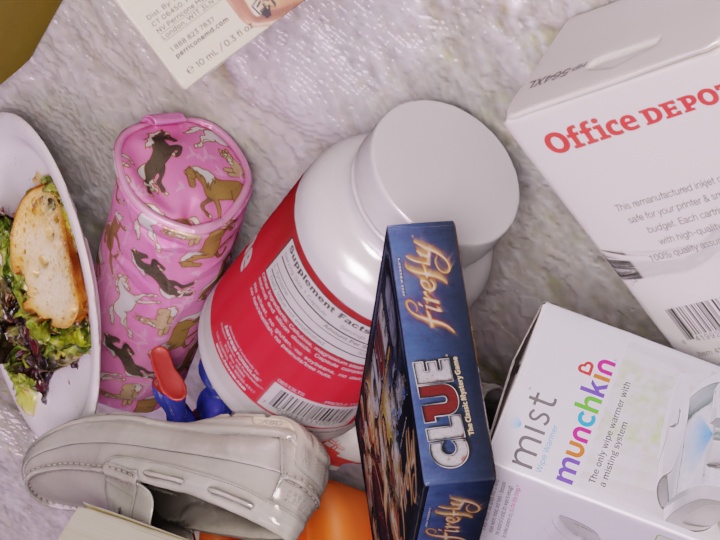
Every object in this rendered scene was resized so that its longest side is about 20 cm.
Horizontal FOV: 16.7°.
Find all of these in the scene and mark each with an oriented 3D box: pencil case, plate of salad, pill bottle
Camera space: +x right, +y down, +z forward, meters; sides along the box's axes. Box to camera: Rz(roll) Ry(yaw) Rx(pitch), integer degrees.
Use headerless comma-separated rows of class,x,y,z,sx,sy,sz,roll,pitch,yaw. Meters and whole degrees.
pencil case,-0.118,-0.003,1.397,0.086,0.083,0.200,32,142,5
plate of salad,-0.199,0.010,1.419,0.200,0.048,0.202,36,132,53
pill bottle,0.000,0.000,1.291,0.112,0.113,0.200,37,139,-4

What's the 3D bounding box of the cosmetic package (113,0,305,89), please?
cosmetic package,-0.113,-0.198,1.159,0.087,0.104,0.200,-36,113,6

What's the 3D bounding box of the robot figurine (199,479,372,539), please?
robot figurine,0.000,0.187,1.408,0.199,0.145,0.117,22,-171,-34

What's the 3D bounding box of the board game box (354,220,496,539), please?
board game box,0.029,0.086,1.196,0.034,0.136,0.201,-4,150,-7

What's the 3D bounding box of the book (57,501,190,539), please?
book,-0.057,0.200,1.296,0.199,0.048,0.134,12,148,33

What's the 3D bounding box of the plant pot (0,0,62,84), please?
plant pot,-0.266,-0.165,1.259,0.199,0.177,0.200,37,142,-4

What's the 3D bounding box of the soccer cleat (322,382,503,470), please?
soccer cleat,0.039,0.087,1.395,0.199,0.069,0.086,25,136,5

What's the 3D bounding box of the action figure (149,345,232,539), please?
action figure,-0.084,0.112,1.440,0.099,0.065,0.200,59,164,17

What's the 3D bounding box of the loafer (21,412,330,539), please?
loafer,-0.109,0.119,1.337,0.199,0.070,0.070,-6,145,35

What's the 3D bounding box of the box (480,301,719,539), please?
box,0.144,0.126,1.223,0.175,0.097,0.200,20,154,8

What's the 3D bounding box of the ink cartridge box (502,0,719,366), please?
ink cartridge box,0.185,-0.039,1.144,0.145,0.085,0.200,-16,121,45
